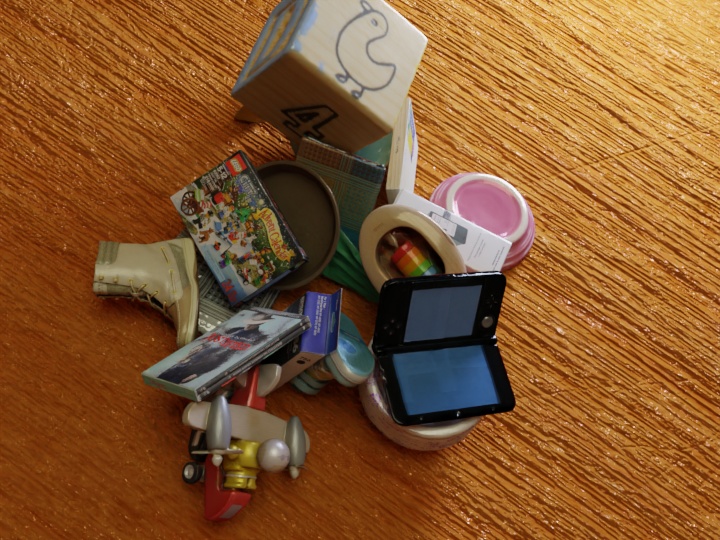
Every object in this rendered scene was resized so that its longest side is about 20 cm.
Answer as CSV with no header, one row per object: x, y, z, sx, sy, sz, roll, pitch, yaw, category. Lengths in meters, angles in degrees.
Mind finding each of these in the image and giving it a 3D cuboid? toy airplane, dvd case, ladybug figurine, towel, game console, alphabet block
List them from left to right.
-0.229,0.014,1.413,0.198,0.035,0.193,28,59,6,towel
-0.184,0.109,1.220,0.199,0.145,0.022,-31,113,-35,dvd case
-0.145,0.222,1.210,0.140,0.201,0.199,16,36,38,toy airplane
-0.048,-0.312,1.370,0.199,0.196,0.197,33,64,-25,alphabet block
-0.050,-0.110,1.433,0.145,0.201,0.022,21,39,2,towel
0.082,-0.010,1.337,0.135,0.072,0.201,-38,89,11,ladybug figurine
0.128,0.105,1.257,0.198,0.174,0.119,-4,30,-22,game console

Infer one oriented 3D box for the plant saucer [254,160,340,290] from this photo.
-0.121,-0.070,1.398,0.198,0.029,0.203,0,91,19,plant saucer

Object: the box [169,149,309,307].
-0.187,-0.064,1.374,0.136,0.038,0.201,-33,81,6,box

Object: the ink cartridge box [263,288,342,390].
-0.096,0.100,1.296,0.039,0.200,0.100,22,53,-27,ink cartridge box

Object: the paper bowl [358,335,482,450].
0.094,0.173,1.347,0.198,0.105,0.203,6,59,-9,paper bowl

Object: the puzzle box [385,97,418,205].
0.073,-0.178,1.535,0.025,0.134,0.202,1,57,12,puzzle box

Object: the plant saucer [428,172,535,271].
0.216,-0.095,1.563,0.198,0.051,0.203,6,59,-10,plant saucer

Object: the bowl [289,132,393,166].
-0.046,-0.241,1.538,0.199,0.105,0.204,8,75,-32,bowl

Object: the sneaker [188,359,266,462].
-0.220,0.174,1.311,0.115,0.075,0.202,16,74,35,sneaker

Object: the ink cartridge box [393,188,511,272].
0.124,-0.023,1.446,0.198,0.146,0.085,27,59,5,ink cartridge box

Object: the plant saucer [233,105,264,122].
-0.114,-0.343,1.569,0.049,0.199,0.200,48,60,-9,plant saucer

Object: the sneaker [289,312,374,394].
-0.050,0.146,1.304,0.079,0.131,0.200,31,12,-19,sneaker

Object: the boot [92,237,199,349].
-0.317,0.035,1.319,0.153,0.072,0.202,0,52,-16,boot

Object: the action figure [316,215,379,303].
0.000,0.000,1.443,0.199,0.118,0.055,34,46,-1,action figure
